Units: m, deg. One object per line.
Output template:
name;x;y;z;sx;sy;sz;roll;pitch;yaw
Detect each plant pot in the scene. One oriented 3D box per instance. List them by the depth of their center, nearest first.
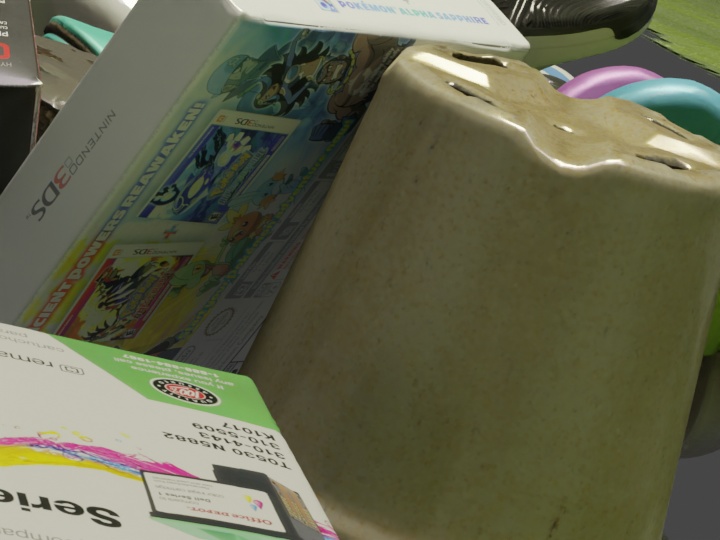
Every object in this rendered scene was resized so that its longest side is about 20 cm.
plant pot;0.047;0.026;0.886;0.200;0.184;0.201;18;15;-5

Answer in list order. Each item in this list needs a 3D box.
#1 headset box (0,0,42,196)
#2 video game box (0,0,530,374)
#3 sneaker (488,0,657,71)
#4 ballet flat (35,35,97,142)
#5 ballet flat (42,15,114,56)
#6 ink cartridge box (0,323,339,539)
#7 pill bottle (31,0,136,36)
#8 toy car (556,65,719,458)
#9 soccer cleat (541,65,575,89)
headset box;-0.202;-0.092;0.931;0.148;0.077;0.200;1;41;-13
video game box;-0.053;-0.029;0.930;0.047;0.200;0.182;50;27;22
sneaker;0.045;-0.091;1.045;0.200;0.076;0.116;2;-38;31
ballet flat;-0.161;-0.077;1.025;0.199;0.047;0.067;23;22;12
ballet flat;-0.057;-0.043;1.078;0.200;0.070;0.067;52;-16;8
ink cartridge box;-0.084;0.090;0.687;0.144;0.084;0.200;14;16;-21
pill bottle;-0.082;-0.155;1.360;0.112;0.113;0.200;28;50;31
toy car;0.110;-0.012;1.068;0.174;0.151;0.200;11;-23;-13
soccer cleat;0.009;-0.078;1.165;0.199;0.070;0.086;6;16;-9
